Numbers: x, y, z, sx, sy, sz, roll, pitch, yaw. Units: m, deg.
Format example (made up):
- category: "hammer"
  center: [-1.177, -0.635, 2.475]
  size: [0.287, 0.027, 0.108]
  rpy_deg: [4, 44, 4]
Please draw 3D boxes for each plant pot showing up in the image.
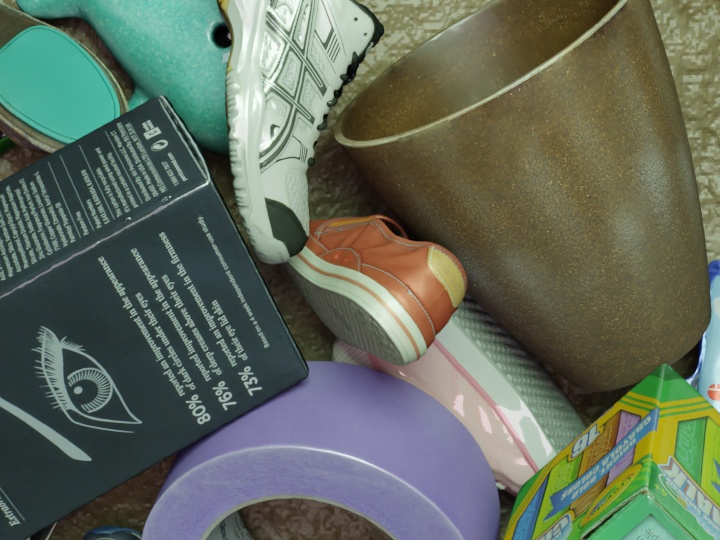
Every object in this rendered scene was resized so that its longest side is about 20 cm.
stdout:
- category: "plant pot"
  center: [0.113, -0.039, 0.817]
  size: [0.186, 0.187, 0.201]
  rpy_deg: [-30, 109, 4]

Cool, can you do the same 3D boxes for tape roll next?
- category: "tape roll"
  center: [-0.021, 0.158, 0.836]
  size: [0.198, 0.085, 0.202]
  rpy_deg: [5, 119, 9]

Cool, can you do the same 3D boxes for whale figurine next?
- category: "whale figurine"
  center: [-0.104, -0.147, 0.834]
  size: [0.199, 0.104, 0.160]
  rpy_deg: [27, 96, 0]

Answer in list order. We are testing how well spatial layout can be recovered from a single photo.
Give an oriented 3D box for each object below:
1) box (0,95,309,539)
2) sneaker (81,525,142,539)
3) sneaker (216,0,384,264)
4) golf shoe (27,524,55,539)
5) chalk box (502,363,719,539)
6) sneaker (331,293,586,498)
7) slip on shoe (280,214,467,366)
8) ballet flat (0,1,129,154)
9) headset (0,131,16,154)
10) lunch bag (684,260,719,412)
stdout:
- category: "box"
  center: [-0.151, 0.028, 0.776]
  size: [0.199, 0.104, 0.149]
  rpy_deg: [-28, 128, -6]
- category: "sneaker"
  center: [-0.141, 0.258, 0.886]
  size: [0.076, 0.085, 0.202]
  rpy_deg: [-8, 95, 2]
- category: "sneaker"
  center: [-0.029, -0.104, 0.750]
  size: [0.087, 0.076, 0.202]
  rpy_deg: [-4, 99, -7]
- category: "golf shoe"
  center: [-0.231, 0.162, 0.836]
  size: [0.073, 0.092, 0.201]
  rpy_deg: [41, 67, -22]
- category: "chalk box"
  center: [0.148, 0.161, 0.731]
  size: [0.125, 0.200, 0.124]
  rpy_deg: [43, 114, -4]
- category: "sneaker"
  center: [0.062, 0.093, 0.875]
  size: [0.104, 0.075, 0.200]
  rpy_deg: [-35, 105, 22]
- category: "slip on shoe"
  center: [0.000, 0.000, 0.808]
  size: [0.061, 0.200, 0.074]
  rpy_deg: [-40, 112, -11]
- category: "ballet flat"
  center: [-0.205, -0.117, 0.843]
  size: [0.200, 0.067, 0.068]
  rpy_deg: [40, 67, 18]
- category: "headset"
  center: [-0.206, 0.005, 0.881]
  size: [0.123, 0.094, 0.201]
  rpy_deg: [27, 81, 3]
- category: "lunch bag"
  center: [0.279, 0.077, 0.847]
  size: [0.198, 0.094, 0.152]
  rpy_deg: [5, 80, 7]
